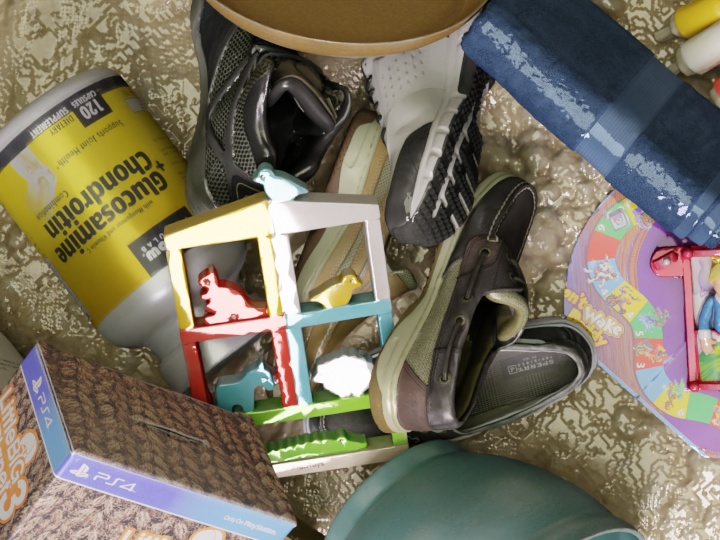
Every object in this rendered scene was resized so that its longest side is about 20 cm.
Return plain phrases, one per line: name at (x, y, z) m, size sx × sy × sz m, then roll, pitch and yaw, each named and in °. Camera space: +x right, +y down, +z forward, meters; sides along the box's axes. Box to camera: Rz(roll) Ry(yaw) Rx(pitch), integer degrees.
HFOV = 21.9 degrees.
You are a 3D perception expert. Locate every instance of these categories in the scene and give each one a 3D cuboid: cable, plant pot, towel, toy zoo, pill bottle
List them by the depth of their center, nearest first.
cable at (0.264, -0.164, 1.127) m, size 0.200 × 0.050 × 0.097 m, roll -46°, pitch 60°, yaw 42°
towel at (0.154, -0.098, 1.131) m, size 0.200 × 0.112 × 0.049 m, roll 42°, pitch 128°, yaw 4°
toy zoo at (-0.045, 0.031, 1.131) m, size 0.131 × 0.020 × 0.201 m, roll -9°, pitch 110°, yaw -1°
plant pot at (0.060, 0.190, 1.150) m, size 0.200 × 0.200 × 0.134 m, roll -49°, pitch 59°, yaw 6°
plant pot at (-0.015, -0.189, 1.152) m, size 0.199 × 0.200 × 0.028 m, roll 15°, pitch 132°, yaw 6°
pill bottle at (-0.145, -0.022, 1.193) m, size 0.112 × 0.112 × 0.200 m, roll -38°, pitch 87°, yaw 7°

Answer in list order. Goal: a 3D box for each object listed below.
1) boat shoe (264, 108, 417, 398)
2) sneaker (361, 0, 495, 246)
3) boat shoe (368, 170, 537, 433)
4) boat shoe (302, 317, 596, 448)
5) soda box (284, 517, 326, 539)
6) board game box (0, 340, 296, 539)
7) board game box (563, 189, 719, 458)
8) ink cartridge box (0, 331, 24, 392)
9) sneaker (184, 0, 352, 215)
boat shoe at (0.000, 0.000, 1.196) m, size 0.076 × 0.072 × 0.201 m, roll 20°, pitch 94°, yaw 5°
sneaker at (0.037, -0.099, 1.163) m, size 0.080 × 0.074 × 0.200 m, roll 2°, pitch 54°, yaw 16°
boat shoe at (0.074, 0.023, 1.146) m, size 0.066 × 0.072 × 0.201 m, roll 11°, pitch 52°, yaw 28°
boat shoe at (0.052, 0.074, 1.191) m, size 0.199 × 0.071 × 0.072 m, roll -21°, pitch 91°, yaw 11°
soda box at (-0.123, 0.155, 1.206) m, size 0.200 × 0.064 × 0.068 m, roll 30°, pitch 95°, yaw 13°
board game box at (-0.166, 0.165, 1.086) m, size 0.159 × 0.097 × 0.200 m, roll 23°, pitch 115°, yaw -36°
board game box at (0.228, 0.024, 1.185) m, size 0.200 × 0.039 × 0.158 m, roll 42°, pitch 96°, yaw 4°
ink cartridge box at (-0.287, 0.062, 1.164) m, size 0.084 × 0.146 × 0.200 m, roll -49°, pitch 62°, yaw 11°
sneaker at (-0.053, -0.130, 1.158) m, size 0.114 × 0.076 × 0.200 m, roll -25°, pitch 54°, yaw 45°
